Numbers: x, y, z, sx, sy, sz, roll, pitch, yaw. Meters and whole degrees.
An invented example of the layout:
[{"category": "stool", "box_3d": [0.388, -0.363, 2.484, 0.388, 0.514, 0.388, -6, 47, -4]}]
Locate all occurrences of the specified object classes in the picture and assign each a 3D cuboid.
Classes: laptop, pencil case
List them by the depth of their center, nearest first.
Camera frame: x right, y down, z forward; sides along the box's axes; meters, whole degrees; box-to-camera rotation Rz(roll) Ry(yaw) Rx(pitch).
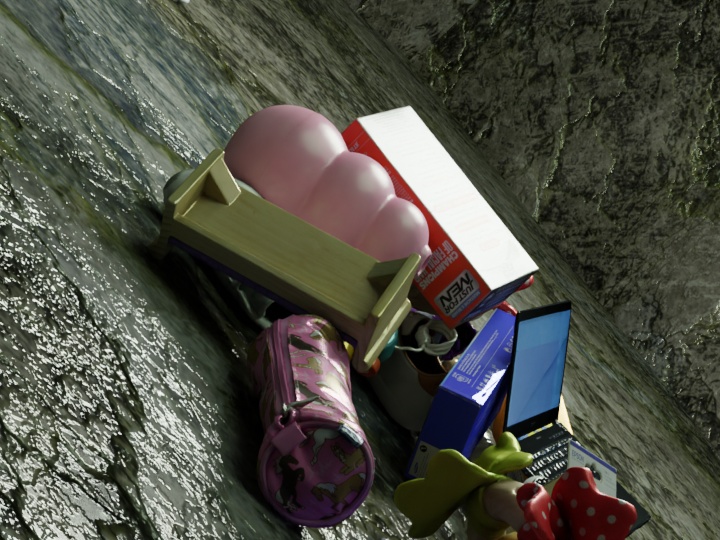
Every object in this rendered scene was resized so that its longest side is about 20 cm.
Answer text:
[{"category": "pencil case", "box_3d": [-0.039, 0.102, 1.328, 0.082, 0.087, 0.200, 14, 18, -10]}, {"category": "laptop", "box_3d": [0.204, 0.138, 1.691, 0.200, 0.103, 0.177, 46, 18, 14]}]

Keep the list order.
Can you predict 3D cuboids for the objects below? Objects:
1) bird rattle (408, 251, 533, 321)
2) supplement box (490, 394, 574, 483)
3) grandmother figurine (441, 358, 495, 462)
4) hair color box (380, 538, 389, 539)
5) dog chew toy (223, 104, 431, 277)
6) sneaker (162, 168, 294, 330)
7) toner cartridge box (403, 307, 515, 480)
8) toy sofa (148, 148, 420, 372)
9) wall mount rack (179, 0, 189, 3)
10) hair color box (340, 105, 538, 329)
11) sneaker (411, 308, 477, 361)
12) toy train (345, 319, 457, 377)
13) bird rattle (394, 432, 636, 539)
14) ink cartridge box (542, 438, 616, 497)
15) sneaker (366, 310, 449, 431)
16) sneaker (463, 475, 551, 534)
[{"category": "bird rattle", "box_3d": [0.072, 0.010, 1.797, 0.199, 0.113, 0.163, 36, 22, 4]}, {"category": "supplement box", "box_3d": [0.173, 0.172, 1.830, 0.066, 0.069, 0.201, 3, 39, -11]}, {"category": "grandmother figurine", "box_3d": [0.101, 0.146, 1.792, 0.121, 0.060, 0.200, 47, 9, -16]}, {"category": "hair color box", "box_3d": [0.069, 0.258, 1.245, 0.109, 0.065, 0.200, 53, 10, 34]}, {"category": "dog chew toy", "box_3d": [-0.027, -0.057, 1.625, 0.199, 0.125, 0.124, 33, 8, 10]}, {"category": "sneaker", "box_3d": [-0.088, -0.006, 1.557, 0.200, 0.070, 0.080, 45, 19, -8]}, {"category": "toner cartridge box", "box_3d": [0.099, 0.113, 1.654, 0.043, 0.095, 0.200, 26, 24, 9]}, {"category": "toy sofa", "box_3d": [-0.061, 0.001, 1.458, 0.199, 0.098, 0.083, 29, 45, 9]}, {"category": "wall mount rack", "box_3d": [-0.274, -0.438, 2.370, 0.200, 0.075, 0.174, 47, 10, 2]}, {"category": "hair color box", "box_3d": [0.063, -0.051, 1.705, 0.200, 0.064, 0.111, 51, 29, 11]}, {"category": "sneaker", "box_3d": [0.082, 0.066, 1.895, 0.087, 0.075, 0.200, 6, 11, 14]}, {"category": "toy train", "box_3d": [0.000, 0.000, 1.683, 0.200, 0.149, 0.056, 57, -23, 33]}, {"category": "bird rattle", "box_3d": [0.131, 0.208, 1.402, 0.199, 0.112, 0.164, 21, -52, 47]}, {"category": "ink cartridge box", "box_3d": [0.176, 0.247, 1.507, 0.099, 0.039, 0.201, 34, 52, -51]}, {"category": "sneaker", "box_3d": [0.023, 0.048, 1.734, 0.073, 0.085, 0.200, -7, 52, -54]}, {"category": "sneaker", "box_3d": [0.156, 0.255, 1.589, 0.201, 0.080, 0.074, 61, 34, -27]}]
